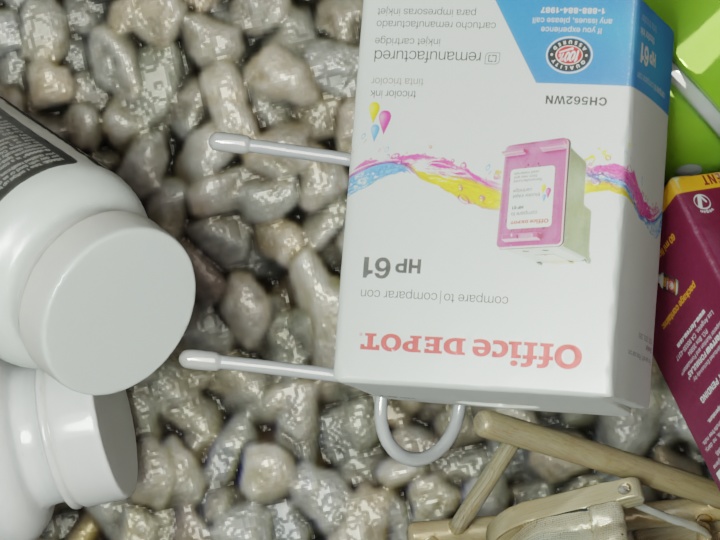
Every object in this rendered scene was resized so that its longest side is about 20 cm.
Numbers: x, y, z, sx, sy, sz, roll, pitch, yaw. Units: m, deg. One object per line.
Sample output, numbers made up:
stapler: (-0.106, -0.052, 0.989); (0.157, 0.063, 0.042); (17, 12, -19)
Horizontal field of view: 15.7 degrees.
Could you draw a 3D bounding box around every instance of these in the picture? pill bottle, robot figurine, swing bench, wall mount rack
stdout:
pill bottle: (-0.182, -0.017, 1.391); (0.200, 0.116, 0.117); (33, 94, 43)
robot figurine: (0.194, -0.129, 1.390); (0.200, 0.116, 0.175); (-43, 114, 4)
swing bench: (0.143, 0.194, 1.339); (0.200, 0.130, 0.199); (6, 54, -16)
pill bottle: (-0.230, 0.101, 1.437); (0.200, 0.120, 0.120); (-12, 88, 7)
wall mount rack: (0.000, 0.000, 1.393); (0.074, 0.174, 0.200); (7, 90, 50)

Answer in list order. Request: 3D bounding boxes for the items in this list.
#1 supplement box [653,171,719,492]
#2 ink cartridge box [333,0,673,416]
supplement box: (0.226, 0.049, 1.337); (0.110, 0.086, 0.200); (-9, 60, -27)
ink cartridge box: (0.072, -0.033, 1.302); (0.144, 0.085, 0.200); (2, 84, 18)
